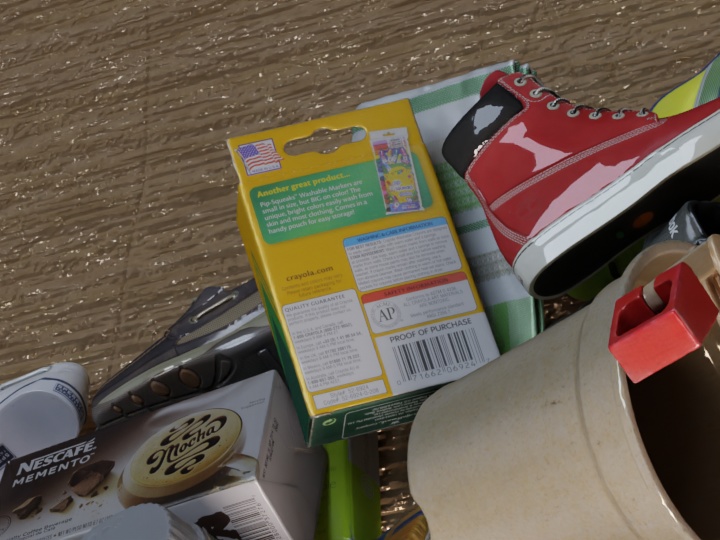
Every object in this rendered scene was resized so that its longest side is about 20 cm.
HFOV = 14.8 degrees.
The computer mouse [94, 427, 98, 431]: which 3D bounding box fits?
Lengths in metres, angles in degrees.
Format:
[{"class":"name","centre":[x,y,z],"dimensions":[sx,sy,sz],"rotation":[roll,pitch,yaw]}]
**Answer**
[{"class":"computer mouse","centre":[-0.140,0.161,1.847],"dimensions":[0.141,0.046,0.200],"rotation":[-54,34,-2]}]

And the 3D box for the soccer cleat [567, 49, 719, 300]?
[{"class":"soccer cleat","centre":[0.193,-0.061,1.754],"dimensions":[0.200,0.065,0.084],"rotation":[-45,45,-5]}]

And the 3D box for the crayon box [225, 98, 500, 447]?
[{"class":"crayon box","centre":[0.000,0.000,1.730],"dimensions":[0.125,0.052,0.200],"rotation":[-13,65,-11]}]

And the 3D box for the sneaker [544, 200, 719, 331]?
[{"class":"sneaker","centre":[0.194,0.001,1.675],"dimensions":[0.200,0.091,0.067],"rotation":[-19,29,16]}]

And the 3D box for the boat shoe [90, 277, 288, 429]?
[{"class":"boat shoe","centre":[-0.084,0.051,1.806],"dimensions":[0.200,0.075,0.073],"rotation":[-25,39,7]}]

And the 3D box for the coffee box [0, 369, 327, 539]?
[{"class":"coffee box","centre":[-0.130,0.152,1.726],"dimensions":[0.200,0.080,0.113],"rotation":[-19,30,19]}]

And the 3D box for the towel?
[{"class":"towel","centre":[0.058,-0.024,1.786],"dimensions":[0.149,0.031,0.201],"rotation":[-14,72,38]}]

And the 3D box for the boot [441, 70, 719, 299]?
[{"class":"boot","centre":[0.154,-0.093,1.698],"dimensions":[0.200,0.072,0.144],"rotation":[-31,62,3]}]

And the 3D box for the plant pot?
[{"class":"plant pot","centre":[0.136,0.105,1.607],"dimensions":[0.183,0.200,0.201],"rotation":[-22,49,35]}]

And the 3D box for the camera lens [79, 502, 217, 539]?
[{"class":"camera lens","centre":[-0.096,0.255,1.625],"dimensions":[0.160,0.200,0.160],"rotation":[-37,22,18]}]

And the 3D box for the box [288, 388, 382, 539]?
[{"class":"box","centre":[-0.050,0.114,1.812],"dimensions":[0.122,0.048,0.200],"rotation":[-19,51,23]}]

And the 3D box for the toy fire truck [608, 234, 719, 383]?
[{"class":"toy fire truck","centre":[0.218,0.029,1.549],"dimensions":[0.049,0.141,0.200],"rotation":[-34,13,33]}]

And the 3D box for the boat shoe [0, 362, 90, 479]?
[{"class":"boat shoe","centre":[-0.266,0.131,1.947],"dimensions":[0.200,0.074,0.065],"rotation":[-29,17,22]}]

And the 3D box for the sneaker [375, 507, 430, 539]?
[{"class":"sneaker","centre":[0.033,0.216,1.655],"dimensions":[0.075,0.088,0.200],"rotation":[-41,11,22]}]

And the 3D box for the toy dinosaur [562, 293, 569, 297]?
[{"class":"toy dinosaur","centre":[0.083,-0.009,1.798],"dimensions":[0.101,0.058,0.200],"rotation":[-43,45,4]}]
